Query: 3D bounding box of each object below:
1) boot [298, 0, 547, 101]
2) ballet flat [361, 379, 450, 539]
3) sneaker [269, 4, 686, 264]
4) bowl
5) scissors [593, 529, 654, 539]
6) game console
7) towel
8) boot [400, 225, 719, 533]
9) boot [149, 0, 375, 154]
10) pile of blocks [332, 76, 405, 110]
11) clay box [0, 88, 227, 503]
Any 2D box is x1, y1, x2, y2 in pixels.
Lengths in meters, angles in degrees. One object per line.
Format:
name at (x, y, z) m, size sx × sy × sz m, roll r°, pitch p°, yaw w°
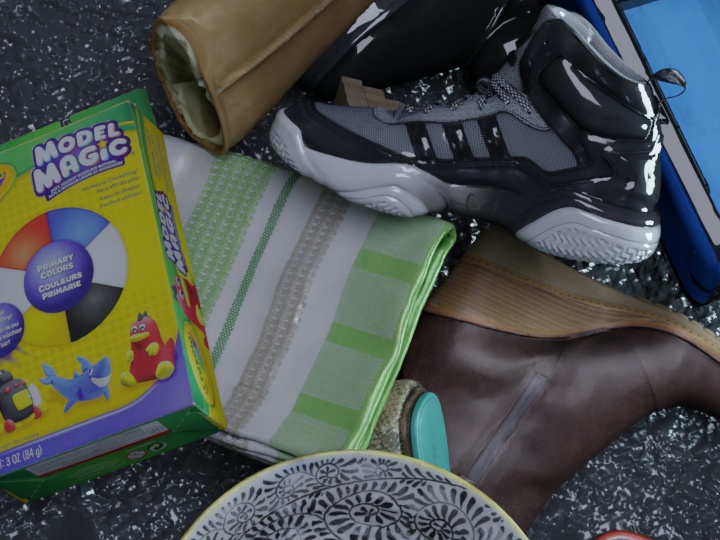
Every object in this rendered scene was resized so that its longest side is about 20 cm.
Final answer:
boot at (0.086, -0.085, 1.238) m, size 0.165 × 0.066 × 0.200 m, roll -40°, pitch 91°, yaw -18°
ballet flat at (0.024, 0.149, 1.141) m, size 0.068 × 0.075 × 0.201 m, roll -47°, pitch 125°, yaw -58°
sneaker at (0.060, -0.080, 1.090) m, size 0.199 × 0.075 × 0.114 m, roll 16°, pitch 104°, yaw 7°
bowl at (-0.005, 0.191, 1.061) m, size 0.200 × 0.094 × 0.202 m, roll 1°, pitch 77°, yaw -4°
scissors at (0.204, 0.207, 1.183) m, size 0.200 × 0.014 × 0.073 m, roll 26°, pitch 71°, yaw 10°
game console at (0.188, -0.096, 1.180) m, size 0.118 × 0.171 × 0.201 m, roll -25°, pitch 80°, yaw -1°
towel at (-0.066, 0.013, 1.125) m, size 0.199 × 0.031 × 0.150 m, roll 17°, pitch 78°, yaw 27°
boot at (0.110, 0.088, 1.202) m, size 0.200 × 0.072 × 0.167 m, roll 26°, pitch 84°, yaw -8°
boot at (-0.023, -0.175, 1.118) m, size 0.200 × 0.175 × 0.066 m, roll -41°, pitch 52°, yaw -19°
pile of blocks at (0.000, 0.000, 1.184) m, size 0.062 × 0.082 × 0.201 m, roll 13°, pitch 87°, yaw -10°
clay box at (-0.145, 0.003, 1.120) m, size 0.115 × 0.048 × 0.201 m, roll -21°, pitch 64°, yaw 12°
